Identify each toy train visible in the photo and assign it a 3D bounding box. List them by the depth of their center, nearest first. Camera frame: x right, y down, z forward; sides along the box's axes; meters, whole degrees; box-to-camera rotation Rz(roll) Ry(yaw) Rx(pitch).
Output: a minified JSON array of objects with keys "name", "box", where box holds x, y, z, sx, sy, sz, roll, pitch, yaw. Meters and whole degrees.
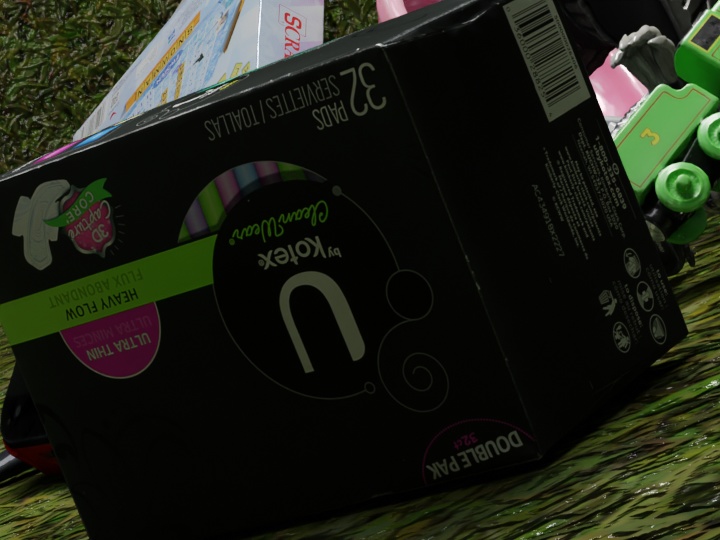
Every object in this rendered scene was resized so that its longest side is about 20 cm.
[{"name":"toy train","box":[0.168,-0.093,1.042,0.200,0.056,0.042,-50,-20,-19]}]

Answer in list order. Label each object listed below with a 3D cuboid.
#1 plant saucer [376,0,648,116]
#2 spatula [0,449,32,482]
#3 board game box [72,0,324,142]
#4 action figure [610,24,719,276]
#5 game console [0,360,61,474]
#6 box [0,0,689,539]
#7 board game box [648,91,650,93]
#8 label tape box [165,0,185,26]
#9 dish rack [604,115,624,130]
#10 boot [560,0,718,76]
[{"name":"plant saucer","box":[0.093,-0.117,1.535,0.051,0.201,0.201,-58,-14,29]},{"name":"spatula","box":[-0.216,0.108,1.215,0.200,0.021,0.057,-20,18,-16]},{"name":"board game box","box":[-0.089,-0.054,1.261,0.200,0.041,0.200,-45,30,37]},{"name":"action figure","box":[0.164,-0.068,1.116,0.200,0.102,0.119,-29,8,-33]},{"name":"game console","box":[-0.096,0.004,1.150,0.031,0.177,0.200,26,-22,-29]},{"name":"box","box":[-0.015,-0.001,0.881,0.200,0.149,0.124,-17,8,35]},{"name":"board game box","box":[0.295,-0.155,1.574,0.196,0.056,0.200,-13,9,23]},{"name":"label tape box","box":[-0.104,-0.076,1.559,0.200,0.063,0.144,-58,-21,-2]},{"name":"dish rack","box":[0.102,-0.062,1.332,0.172,0.044,0.200,3,8,2]},{"name":"boot","box":[0.161,-0.140,1.444,0.079,0.211,0.158,-23,-13,-35]}]
